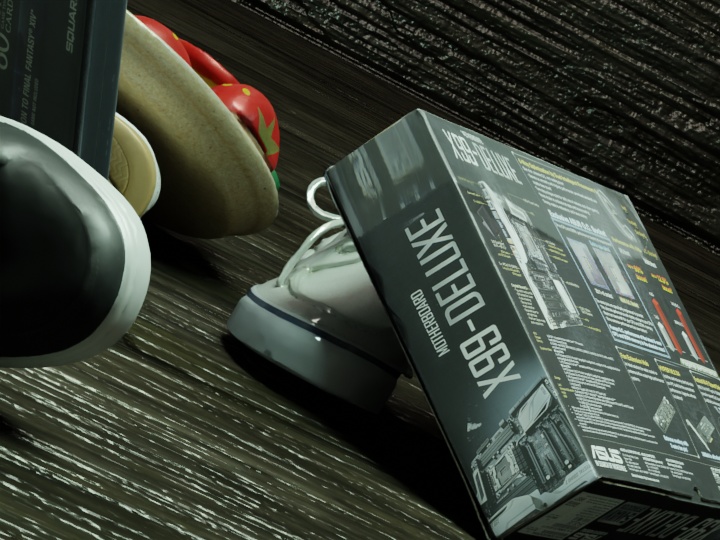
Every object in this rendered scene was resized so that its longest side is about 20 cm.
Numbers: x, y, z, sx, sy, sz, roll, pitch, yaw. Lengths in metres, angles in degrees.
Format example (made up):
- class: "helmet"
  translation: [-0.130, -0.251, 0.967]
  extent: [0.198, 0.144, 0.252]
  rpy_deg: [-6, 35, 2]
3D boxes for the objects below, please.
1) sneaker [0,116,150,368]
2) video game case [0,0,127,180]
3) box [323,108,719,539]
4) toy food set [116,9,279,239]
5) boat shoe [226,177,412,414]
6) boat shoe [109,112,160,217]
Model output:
- class: "sneaker"
  translation: [-0.165, -0.025, 0.855]
  extent: [0.199, 0.074, 0.112]
  rpy_deg: [23, 7, 26]
- class: "video game case"
  translation: [-0.154, -0.092, 1.085]
  extent: [0.019, 0.144, 0.200]
  rpy_deg: [-17, 37, -39]
- class: "box"
  translation: [0.079, 0.032, 1.166]
  extent: [0.200, 0.050, 0.158]
  rpy_deg: [16, 45, -61]
- class: "toy food set"
  translation: [-0.112, -0.088, 1.305]
  extent: [0.200, 0.049, 0.198]
  rpy_deg: [37, -17, 4]
- class: "boat shoe"
  translation: [0.004, 0.002, 1.224]
  extent: [0.074, 0.086, 0.202]
  rpy_deg: [29, 6, 7]
- class: "boat shoe"
  translation: [-0.167, -0.080, 1.237]
  extent: [0.200, 0.071, 0.069]
  rpy_deg: [38, 7, 2]
